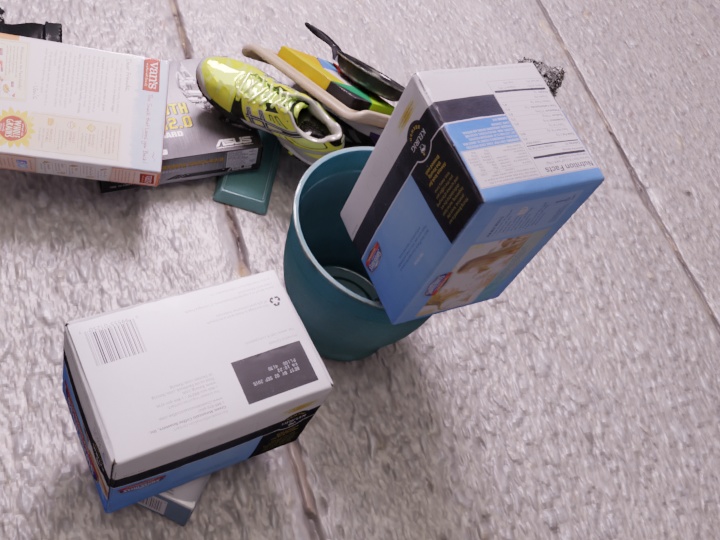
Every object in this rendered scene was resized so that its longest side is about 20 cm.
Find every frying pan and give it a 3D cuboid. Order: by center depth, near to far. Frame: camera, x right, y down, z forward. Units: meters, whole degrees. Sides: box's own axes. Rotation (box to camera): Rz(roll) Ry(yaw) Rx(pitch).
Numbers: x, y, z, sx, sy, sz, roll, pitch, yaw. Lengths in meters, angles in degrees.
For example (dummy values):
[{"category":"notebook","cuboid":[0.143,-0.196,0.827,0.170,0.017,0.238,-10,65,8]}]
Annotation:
[{"category":"frying pan","cuboid":[-0.015,-0.275,1.087,0.189,0.031,0.115,32,16,6]}]

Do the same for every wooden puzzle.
[{"category":"wooden puzzle","cuboid":[-0.031,-0.240,1.070,0.200,0.037,0.185,34,18,21]}]

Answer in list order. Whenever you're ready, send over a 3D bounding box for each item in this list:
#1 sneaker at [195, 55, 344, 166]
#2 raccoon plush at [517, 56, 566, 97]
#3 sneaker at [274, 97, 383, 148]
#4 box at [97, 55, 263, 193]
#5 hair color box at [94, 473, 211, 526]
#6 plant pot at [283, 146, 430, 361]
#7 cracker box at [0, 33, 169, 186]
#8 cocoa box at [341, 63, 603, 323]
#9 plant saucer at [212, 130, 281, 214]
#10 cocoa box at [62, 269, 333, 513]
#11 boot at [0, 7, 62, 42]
[{"category":"sneaker","cuboid":[-0.101,-0.201,0.980,0.199,0.076,0.076,28,70,-13]},{"category":"raccoon plush","cuboid":[0.248,-0.204,1.169,0.096,0.134,0.201,-1,59,-23]},{"category":"sneaker","cuboid":[-0.035,-0.156,1.063,0.199,0.076,0.088,14,60,-20]},{"category":"box","cuboid":[-0.237,-0.185,1.014,0.199,0.048,0.159,-11,62,-21]},{"category":"hair color box","cuboid":[-0.174,0.140,0.831,0.099,0.061,0.201,26,54,-4]},{"category":"plant pot","cuboid":[0.000,0.000,0.909,0.199,0.188,0.201,10,56,-15]},{"category":"cracker box","cuboid":[-0.316,-0.174,0.902,0.199,0.058,0.135,6,76,-16]},{"category":"cocoa box","cuboid":[0.089,-0.064,0.733,0.133,0.200,0.132,-13,64,-28]},{"category":"plant saucer","cuboid":[-0.137,-0.163,1.071,0.069,0.019,0.201,16,53,-11]},{"category":"cocoa box","cuboid":[-0.152,0.107,0.741,0.199,0.131,0.134,-16,65,-29]},{"category":"boot","cuboid":[-0.437,-0.226,0.963,0.161,0.073,0.199,0,61,-17]}]
